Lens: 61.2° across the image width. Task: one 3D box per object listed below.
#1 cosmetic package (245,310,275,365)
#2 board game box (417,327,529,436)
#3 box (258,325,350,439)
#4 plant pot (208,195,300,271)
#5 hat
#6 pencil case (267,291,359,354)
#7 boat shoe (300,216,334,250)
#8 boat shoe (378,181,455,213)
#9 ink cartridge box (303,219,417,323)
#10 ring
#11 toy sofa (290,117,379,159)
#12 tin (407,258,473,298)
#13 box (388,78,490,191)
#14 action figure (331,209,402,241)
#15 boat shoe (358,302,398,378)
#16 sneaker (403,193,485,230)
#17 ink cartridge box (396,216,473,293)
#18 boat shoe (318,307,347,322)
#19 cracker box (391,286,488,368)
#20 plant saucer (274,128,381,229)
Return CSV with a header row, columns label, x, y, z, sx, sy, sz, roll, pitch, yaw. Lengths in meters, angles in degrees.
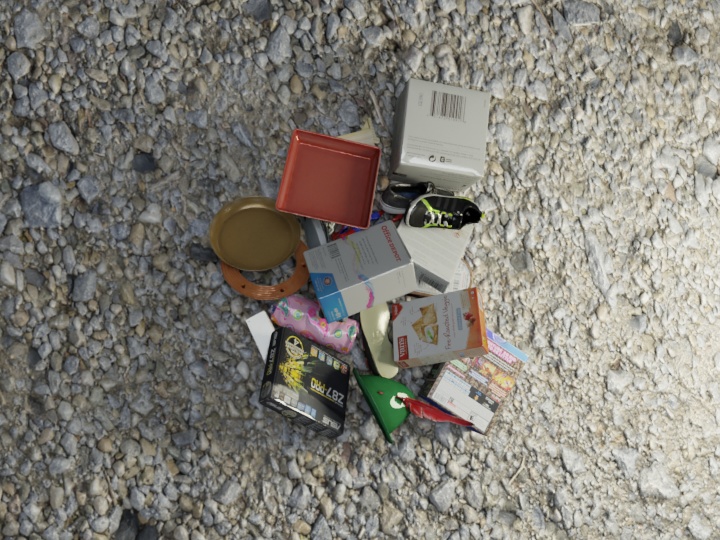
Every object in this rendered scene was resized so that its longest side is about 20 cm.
label,x,y,z,sx,sy,sz,roll,pitch,yaw
cosmetic package,-0.181,0.189,1.301,0.050,0.083,0.203,-26,88,-10
board game box,0.248,0.232,1.351,0.158,0.097,0.202,33,79,-3
box,-0.109,0.231,1.247,0.199,0.049,0.164,37,45,-32
plant pot,-0.228,-0.077,1.322,0.196,0.028,0.203,4,56,-6
hat,0.101,0.255,1.288,0.174,0.166,0.203,-27,104,-7
pencil case,-0.100,0.107,1.322,0.197,0.087,0.089,26,80,-5
boat shoe,-0.090,-0.109,1.341,0.067,0.074,0.202,-8,59,-24
boat shoe,0.137,-0.172,1.379,0.196,0.067,0.071,-1,54,-22
ink cartridge box,0.000,0.000,1.223,0.197,0.085,0.146,-21,44,-2
ring,-0.202,-0.015,1.316,0.196,0.019,0.203,5,52,-6
toy sofa,-0.056,-0.266,1.377,0.196,0.083,0.099,-16,82,-10
tin,0.164,0.010,1.399,0.196,0.042,0.114,11,77,-7
box,0.177,-0.305,1.392,0.195,0.131,0.204,8,82,-7
action figure,0.000,-0.093,1.379,0.198,0.052,0.066,-33,73,-9
boat shoe,0.030,0.137,1.344,0.072,0.063,0.206,-12,89,-24
sneaker,0.191,-0.127,1.345,0.197,0.083,0.073,-11,122,-26
ink cartridge box,0.157,-0.066,1.382,0.158,0.048,0.201,29,49,2
boat shoe,-0.045,0.031,1.319,0.067,0.074,0.202,3,48,13
cracker box,0.167,0.124,1.307,0.196,0.058,0.136,-14,59,21
plant saucer,-0.066,-0.188,1.284,0.195,0.037,0.204,12,67,-4
